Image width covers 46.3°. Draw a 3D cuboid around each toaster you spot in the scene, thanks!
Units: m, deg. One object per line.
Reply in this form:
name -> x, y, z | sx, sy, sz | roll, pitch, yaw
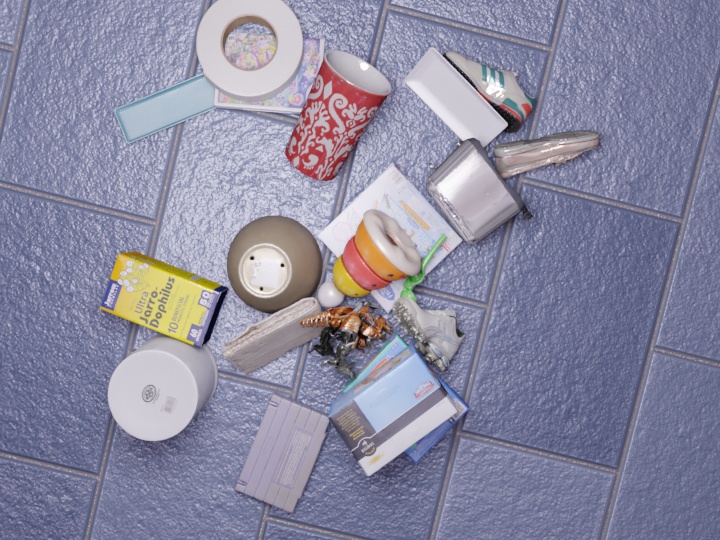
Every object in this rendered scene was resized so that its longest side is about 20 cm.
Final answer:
toaster -> 0.211, -0.138, 1.568 | 0.129, 0.114, 0.201 | -38, 95, 5

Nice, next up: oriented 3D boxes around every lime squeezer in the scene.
lime squeezer -> 0.112, 0.028, 1.571 | 0.070, 0.038, 0.202 | 4, 112, -25

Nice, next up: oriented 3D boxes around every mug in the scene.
mug -> -0.031, -0.270, 1.527 | 0.176, 0.134, 0.201 | 6, 129, -38

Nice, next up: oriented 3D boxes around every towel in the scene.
towel -> -0.155, 0.122, 1.568 | 0.198, 0.133, 0.035 | -27, 66, -1

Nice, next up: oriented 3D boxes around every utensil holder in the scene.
utensil holder -> -0.356, 0.206, 1.530 | 0.167, 0.200, 0.172 | 0, 93, -1

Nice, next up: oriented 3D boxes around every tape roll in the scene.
tape roll -> -0.204, -0.415, 1.558 | 0.200, 0.037, 0.206 | 0, 84, -2

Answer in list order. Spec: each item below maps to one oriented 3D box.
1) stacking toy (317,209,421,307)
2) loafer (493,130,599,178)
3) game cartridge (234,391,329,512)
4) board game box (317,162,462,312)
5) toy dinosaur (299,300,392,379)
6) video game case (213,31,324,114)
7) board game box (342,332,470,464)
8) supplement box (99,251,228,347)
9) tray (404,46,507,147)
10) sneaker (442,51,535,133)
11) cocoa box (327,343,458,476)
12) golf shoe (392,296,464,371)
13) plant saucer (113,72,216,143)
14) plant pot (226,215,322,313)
stacking toy -> 0.000, 0.000, 1.540 | 0.200, 0.146, 0.146 | -41, 93, 21
loafer -> 0.352, -0.220, 1.594 | 0.197, 0.072, 0.064 | -8, 110, 5
game cartridge -> -0.147, 0.351, 1.627 | 0.128, 0.038, 0.202 | 22, 92, -6
board game box -> 0.055, -0.062, 1.602 | 0.199, 0.041, 0.200 | -43, 94, 1
toy dinosaur -> -0.031, 0.111, 1.568 | 0.198, 0.102, 0.137 | 21, 105, -20
video game case -> -0.170, -0.370, 1.581 | 0.197, 0.018, 0.145 | 4, 83, -2
board game box -> 0.087, 0.245, 1.618 | 0.152, 0.045, 0.200 | -45, 93, 2
supplement box -> -0.361, 0.051, 1.566 | 0.198, 0.110, 0.110 | 21, 93, -2
tray -> 0.180, -0.319, 1.574 | 0.200, 0.107, 0.022 | 45, 52, -3
sneaker -> 0.242, -0.351, 1.587 | 0.199, 0.070, 0.093 | 41, 66, 5
cocoa box -> 0.056, 0.247, 1.529 | 0.199, 0.133, 0.132 | -36, 92, 2
golf shoe -> 0.130, 0.095, 1.569 | 0.097, 0.078, 0.200 | -46, 135, -10
plant saucer -> -0.361, -0.308, 1.592 | 0.198, 0.019, 0.071 | -22, 94, 1
plant pot -> -0.162, -0.005, 1.522 | 0.185, 0.200, 0.190 | 0, 93, -2
